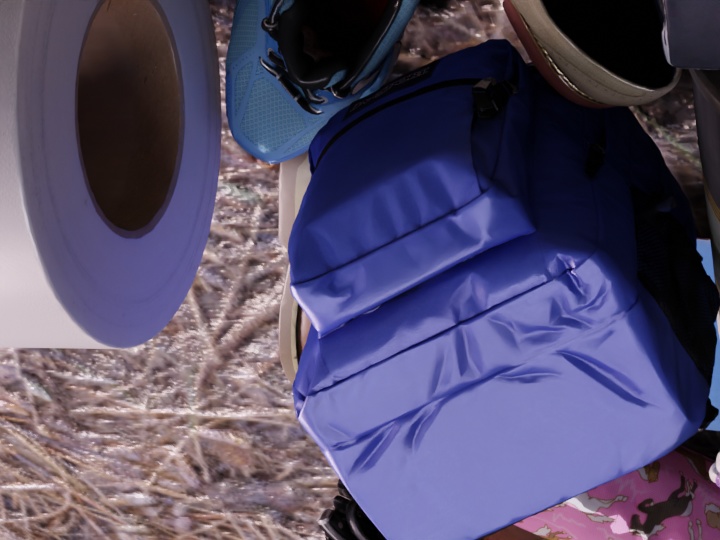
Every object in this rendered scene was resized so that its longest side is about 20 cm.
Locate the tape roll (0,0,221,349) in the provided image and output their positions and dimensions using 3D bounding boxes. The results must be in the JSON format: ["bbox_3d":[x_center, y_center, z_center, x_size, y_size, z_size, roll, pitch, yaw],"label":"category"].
[{"bbox_3d":[-0.159,-0.067,1.134,0.138,0.204,0.203,1,144,20],"label":"tape roll"}]

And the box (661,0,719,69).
[{"bbox_3d":[0.202,-0.171,0.923,0.199,0.118,0.197,5,144,16],"label":"box"}]

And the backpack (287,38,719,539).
[{"bbox_3d":[0.059,-0.010,1.104,0.162,0.200,0.168,-21,113,19],"label":"backpack"}]

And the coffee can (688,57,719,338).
[{"bbox_3d":[0.210,-0.042,1.077,0.145,0.147,0.200,4,145,16],"label":"coffee can"}]

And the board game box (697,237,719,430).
[{"bbox_3d":[0.148,0.016,1.281,0.199,0.039,0.158,6,145,0],"label":"board game box"}]

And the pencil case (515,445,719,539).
[{"bbox_3d":[0.112,0.111,1.392,0.199,0.083,0.087,25,101,-14],"label":"pencil case"}]

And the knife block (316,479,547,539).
[{"bbox_3d":[0.075,0.156,1.478,0.199,0.064,0.176,13,148,3],"label":"knife block"}]

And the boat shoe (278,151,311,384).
[{"bbox_3d":[0.000,0.000,1.283,0.068,0.072,0.200,10,146,9],"label":"boat shoe"}]

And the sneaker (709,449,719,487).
[{"bbox_3d":[0.270,0.109,1.296,0.199,0.084,0.081,6,147,-9],"label":"sneaker"}]

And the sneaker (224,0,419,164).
[{"bbox_3d":[-0.020,-0.106,1.114,0.078,0.090,0.200,33,142,0],"label":"sneaker"}]

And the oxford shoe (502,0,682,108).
[{"bbox_3d":[0.061,-0.148,1.009,0.200,0.070,0.075,49,174,-14],"label":"oxford shoe"}]
